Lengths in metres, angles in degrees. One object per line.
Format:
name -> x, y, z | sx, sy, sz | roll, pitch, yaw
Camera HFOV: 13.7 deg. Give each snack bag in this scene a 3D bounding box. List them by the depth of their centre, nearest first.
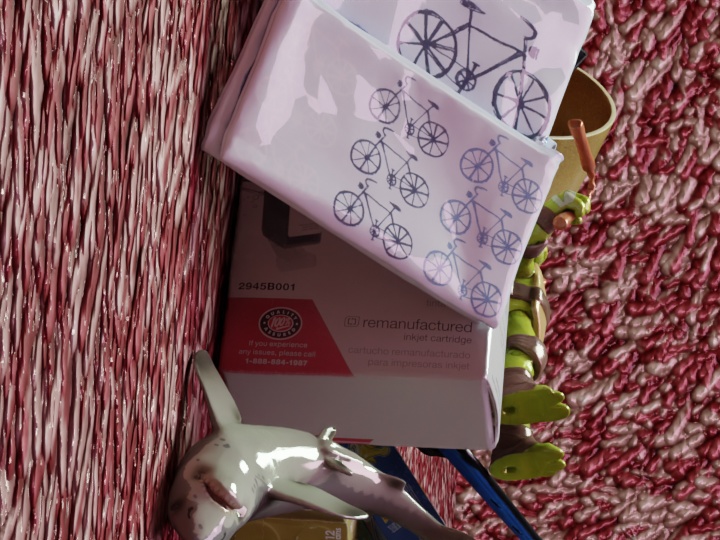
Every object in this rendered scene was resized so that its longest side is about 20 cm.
snack bag -> 0.030, -0.098, 1.509 | 0.021, 0.188, 0.200 | -12, -129, 56

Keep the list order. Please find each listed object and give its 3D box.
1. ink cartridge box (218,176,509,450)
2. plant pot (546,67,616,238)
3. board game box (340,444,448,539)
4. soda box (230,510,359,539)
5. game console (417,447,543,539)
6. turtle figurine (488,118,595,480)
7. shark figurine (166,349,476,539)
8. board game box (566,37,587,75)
ink cartridge box -> 0.008, -0.013, 1.596 | 0.085, 0.145, 0.200 | 80, 13, -59
plant pot -> 0.081, -0.060, 2.317 | 0.186, 0.186, 0.200 | -76, -179, -64
board game box -> 0.010, 0.141, 1.716 | 0.200, 0.034, 0.135 | 56, -14, 38
soda box -> -0.036, 0.202, 1.656 | 0.064, 0.068, 0.200 | -76, 168, -61
game console -> 0.067, 0.055, 1.749 | 0.171, 0.118, 0.200 | -69, 154, -18
turtle figurine -> 0.089, 0.023, 1.661 | 0.200, 0.064, 0.161 | 108, -13, -47
shark figurine -> -0.035, 0.120, 1.473 | 0.090, 0.214, 0.128 | -50, -134, 23
board game box -> 0.038, -0.172, 1.644 | 0.028, 0.200, 0.135 | -45, 180, -3
